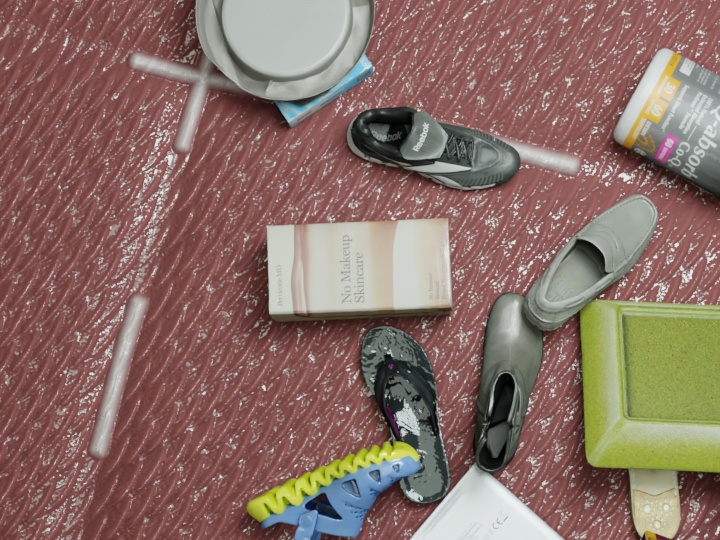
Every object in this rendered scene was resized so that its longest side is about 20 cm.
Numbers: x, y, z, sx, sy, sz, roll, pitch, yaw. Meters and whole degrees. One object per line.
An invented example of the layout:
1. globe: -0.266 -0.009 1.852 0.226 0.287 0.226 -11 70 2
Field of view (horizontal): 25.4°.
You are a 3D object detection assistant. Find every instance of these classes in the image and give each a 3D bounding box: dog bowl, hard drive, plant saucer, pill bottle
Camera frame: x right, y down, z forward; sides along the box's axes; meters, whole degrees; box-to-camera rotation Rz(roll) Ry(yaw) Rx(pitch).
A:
1. dog bowl: -0.081 -0.279 1.764 0.198 0.059 0.202 0 82 3
2. hard drive: 0.158 0.323 1.723 0.200 0.027 0.132 41 86 8
3. plant saucer: 0.337 0.111 1.686 0.198 0.048 0.201 3 59 0
4. pill bottle: 0.385 -0.147 1.729 0.199 0.116 0.117 29 85 7

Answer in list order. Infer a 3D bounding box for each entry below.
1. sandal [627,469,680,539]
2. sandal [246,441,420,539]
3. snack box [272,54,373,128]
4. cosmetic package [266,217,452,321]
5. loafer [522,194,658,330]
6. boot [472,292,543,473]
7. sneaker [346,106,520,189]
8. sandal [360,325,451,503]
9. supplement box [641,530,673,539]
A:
1. sandal: 0.307 0.186 1.711 0.077 0.070 0.213 -10 82 2
2. sandal: -0.020 0.248 1.715 0.199 0.079 0.088 -27 85 18
3. snack box: -0.087 -0.277 1.813 0.116 0.037 0.201 -34 82 -2
4. cosmetic package: 0.000 0.000 1.745 0.198 0.087 0.104 -4 83 3
5. loafer: 0.256 -0.014 1.725 0.070 0.070 0.200 41 69 8
6. boot: 0.159 0.117 1.698 0.067 0.131 0.202 8 83 5
7. sneaker: 0.079 -0.137 1.757 0.199 0.091 0.067 14 84 5
8. sandal: 0.055 0.154 1.740 0.075 0.048 0.202 -18 83 1
9. supplement box: 0.374 0.364 1.664 0.199 0.086 0.111 20 97 5
